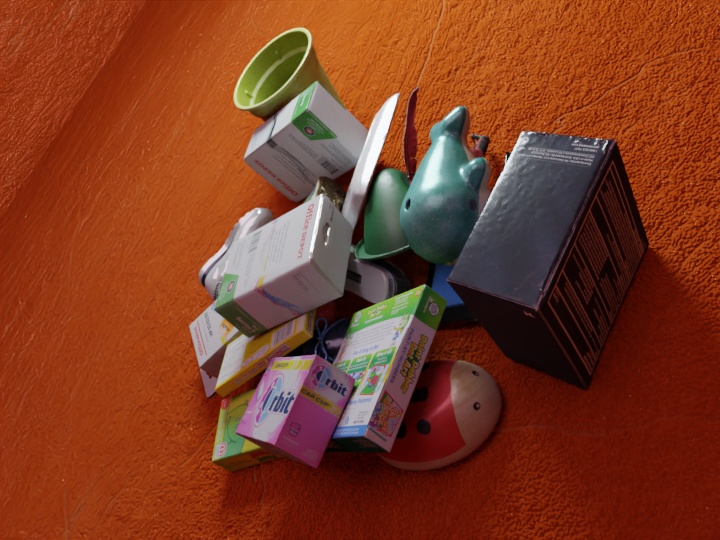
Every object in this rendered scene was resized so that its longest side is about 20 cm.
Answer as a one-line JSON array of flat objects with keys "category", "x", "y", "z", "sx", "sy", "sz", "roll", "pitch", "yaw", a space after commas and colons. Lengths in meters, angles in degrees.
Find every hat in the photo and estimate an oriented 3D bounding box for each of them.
[{"category": "hat", "x": 0.036, "y": -0.140, "z": 0.984, "sx": 0.161, "sy": 0.180, "sz": 0.201, "roll": -19, "pitch": 18, "yaw": 18}]

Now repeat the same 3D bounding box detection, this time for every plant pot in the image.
[{"category": "plant pot", "x": -0.124, "y": -0.340, "z": 1.332, "sx": 0.196, "sy": 0.184, "sz": 0.205, "roll": -23, "pitch": 45, "yaw": 25}]

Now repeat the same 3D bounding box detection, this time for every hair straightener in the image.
[{"category": "hair straightener", "x": 0.156, "y": -0.158, "z": 0.997, "sx": 0.077, "sy": 0.040, "sz": 0.202, "roll": -50, "pitch": 10, "yaw": 32}]

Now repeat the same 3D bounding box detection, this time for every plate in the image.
[{"category": "plate", "x": 0.008, "y": -0.163, "z": 1.095, "sx": 0.201, "sy": 0.031, "sz": 0.205, "roll": 110, "pitch": 179, "yaw": -66}]

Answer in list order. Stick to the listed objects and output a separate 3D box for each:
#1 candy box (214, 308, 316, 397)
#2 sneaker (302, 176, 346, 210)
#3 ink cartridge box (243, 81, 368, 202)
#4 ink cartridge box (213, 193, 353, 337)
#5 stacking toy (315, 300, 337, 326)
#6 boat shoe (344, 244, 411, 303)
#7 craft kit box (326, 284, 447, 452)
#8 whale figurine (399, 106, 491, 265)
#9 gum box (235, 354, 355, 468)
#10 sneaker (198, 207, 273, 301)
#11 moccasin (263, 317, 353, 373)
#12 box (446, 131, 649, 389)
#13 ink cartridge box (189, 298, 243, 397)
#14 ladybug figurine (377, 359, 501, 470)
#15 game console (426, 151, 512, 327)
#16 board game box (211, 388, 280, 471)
[{"category": "candy box", "x": -0.147, "y": 0.112, "z": 1.034, "sx": 0.198, "sy": 0.026, "sz": 0.103, "roll": -35, "pitch": 26, "yaw": 25}, {"category": "sneaker", "x": -0.077, "y": -0.102, "z": 1.149, "sx": 0.090, "sy": 0.067, "sz": 0.201, "roll": -48, "pitch": 8, "yaw": 16}, {"category": "ink cartridge box", "x": -0.103, "y": -0.232, "z": 1.234, "sx": 0.197, "sy": 0.146, "sz": 0.085, "roll": -24, "pitch": 41, "yaw": 40}, {"category": "ink cartridge box", "x": -0.115, "y": -0.005, "z": 1.012, "sx": 0.197, "sy": 0.087, "sz": 0.148, "roll": -26, "pitch": 38, "yaw": 30}, {"category": "stacking toy", "x": -0.094, "y": 0.020, "z": 1.116, "sx": 0.085, "sy": 0.085, "sz": 0.202, "roll": -40, "pitch": 47, "yaw": 8}, {"category": "boat shoe", "x": 0.000, "y": 0.000, "z": 1.052, "sx": 0.198, "sy": 0.062, "sz": 0.073, "roll": 32, "pitch": 117, "yaw": 44}, {"category": "craft kit box", "x": 0.012, "y": 0.131, "z": 0.846, "sx": 0.199, "sy": 0.048, "sz": 0.202, "roll": -27, "pitch": 37, "yaw": 60}, {"category": "whale figurine", "x": 0.103, "y": -0.112, "z": 0.856, "sx": 0.158, "sy": 0.101, "sz": 0.207, "roll": 156, "pitch": 118, "yaw": -61}, {"category": "gum box", "x": -0.092, "y": 0.180, "z": 0.868, "sx": 0.199, "sy": 0.065, "sz": 0.116, "roll": -19, "pitch": 42, "yaw": 64}, {"category": "sneaker", "x": -0.225, "y": -0.027, "z": 1.280, "sx": 0.080, "sy": 0.076, "sz": 0.202, "roll": 37, "pitch": 92, "yaw": 39}, {"category": "moccasin", "x": -0.068, "y": 0.128, "z": 1.007, "sx": 0.197, "sy": 0.068, "sz": 0.082, "roll": -33, "pitch": 42, "yaw": 19}, {"category": "box", "x": 0.218, "y": -0.011, "z": 0.749, "sx": 0.121, "sy": 0.200, "sz": 0.202, "roll": 16, "pitch": 70, "yaw": 41}, {"category": "ink cartridge box", "x": -0.233, "y": 0.111, "z": 1.170, "sx": 0.199, "sy": 0.068, "sz": 0.116, "roll": -43, "pitch": 40, "yaw": 7}, {"category": "ladybug figurine", "x": 0.080, "y": 0.176, "z": 0.834, "sx": 0.196, "sy": 0.072, "sz": 0.139, "roll": -24, "pitch": 46, "yaw": 27}, {"category": "game console", "x": 0.146, "y": -0.039, "z": 0.912, "sx": 0.115, "sy": 0.174, "sz": 0.205, "roll": 7, "pitch": 61, "yaw": 14}, {"category": "board game box", "x": -0.134, "y": 0.229, "z": 1.004, "sx": 0.196, "sy": 0.048, "sz": 0.104, "roll": -22, "pitch": 46, "yaw": 28}]
